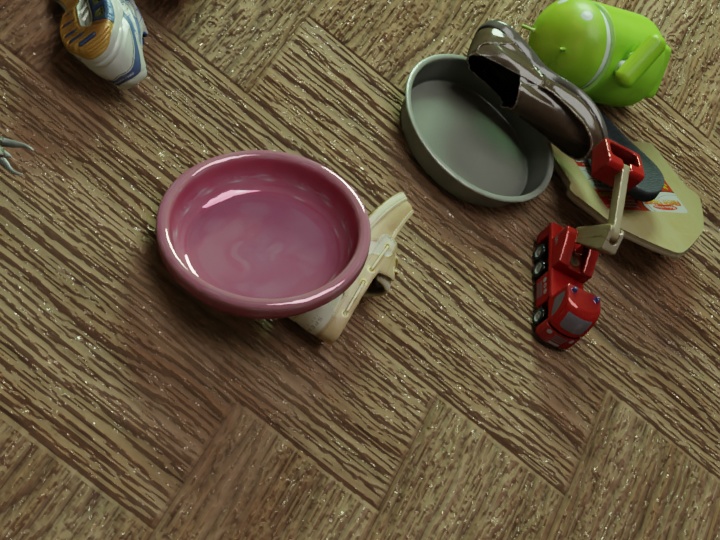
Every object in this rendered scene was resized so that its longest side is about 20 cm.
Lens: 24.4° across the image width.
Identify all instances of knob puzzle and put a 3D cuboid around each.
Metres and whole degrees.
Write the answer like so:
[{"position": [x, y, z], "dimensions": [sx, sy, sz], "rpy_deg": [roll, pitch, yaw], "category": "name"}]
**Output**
[{"position": [0.316, -0.079, 1.945], "dimensions": [0.219, 0.030, 0.220], "rpy_deg": [18, 36, -14], "category": "knob puzzle"}]

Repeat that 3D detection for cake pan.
[{"position": [0.126, -0.152, 1.869], "dimensions": [0.200, 0.037, 0.201], "rpy_deg": [20, 49, -25], "category": "cake pan"}]

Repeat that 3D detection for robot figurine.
[{"position": [0.285, -0.262, 2.006], "dimensions": [0.200, 0.116, 0.175], "rpy_deg": [7, 21, -40], "category": "robot figurine"}]

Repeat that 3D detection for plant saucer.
[{"position": [-0.091, -0.027, 1.561], "dimensions": [0.200, 0.051, 0.201], "rpy_deg": [4, 49, -4], "category": "plant saucer"}]

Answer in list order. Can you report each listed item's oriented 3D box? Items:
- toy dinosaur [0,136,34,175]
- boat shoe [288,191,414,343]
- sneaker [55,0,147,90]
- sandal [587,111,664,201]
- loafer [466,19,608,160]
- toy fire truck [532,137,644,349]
[{"position": [-0.367, -0.165, 1.496], "dimensions": [0.102, 0.077, 0.200], "rpy_deg": [19, 43, -41], "category": "toy dinosaur"}, {"position": [0.000, 0.000, 1.641], "dimensions": [0.069, 0.074, 0.200], "rpy_deg": [45, 53, -4], "category": "boat shoe"}, {"position": [-0.254, -0.256, 1.650], "dimensions": [0.088, 0.075, 0.200], "rpy_deg": [47, 25, -43], "category": "sneaker"}, {"position": [0.292, -0.133, 1.943], "dimensions": [0.076, 0.043, 0.200], "rpy_deg": [15, 27, -29], "category": "sandal"}, {"position": [0.191, -0.191, 1.878], "dimensions": [0.200, 0.073, 0.071], "rpy_deg": [43, 54, 5], "category": "loafer"}, {"position": [0.245, -0.028, 1.791], "dimensions": [0.049, 0.141, 0.200], "rpy_deg": [24, 47, -21], "category": "toy fire truck"}]
